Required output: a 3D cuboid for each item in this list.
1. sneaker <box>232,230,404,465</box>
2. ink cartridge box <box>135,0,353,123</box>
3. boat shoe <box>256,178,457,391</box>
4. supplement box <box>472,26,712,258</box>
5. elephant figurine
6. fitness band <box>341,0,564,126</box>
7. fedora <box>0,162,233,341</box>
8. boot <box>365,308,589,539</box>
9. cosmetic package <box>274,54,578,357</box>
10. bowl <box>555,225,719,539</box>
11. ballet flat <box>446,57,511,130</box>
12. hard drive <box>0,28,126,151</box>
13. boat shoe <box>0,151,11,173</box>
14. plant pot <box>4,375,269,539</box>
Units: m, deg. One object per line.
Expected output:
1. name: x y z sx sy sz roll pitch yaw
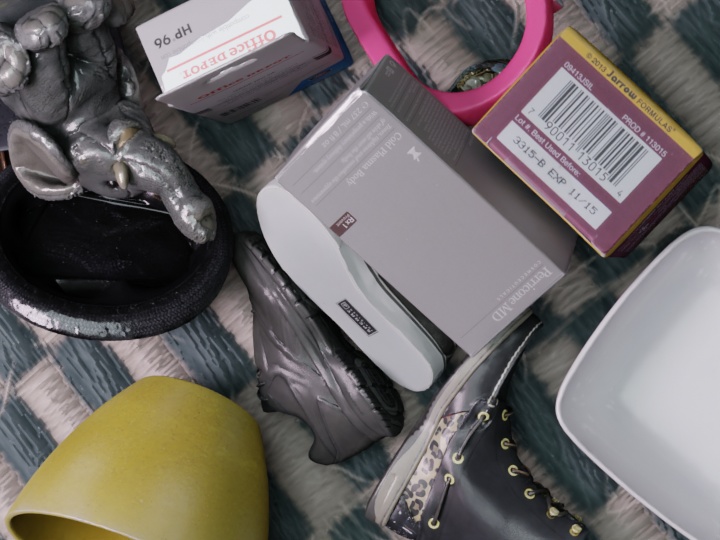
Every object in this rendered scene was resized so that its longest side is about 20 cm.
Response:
1. sneaker: -0.053 0.061 1.634 0.091 0.076 0.200 -37 78 20
2. ink cartridge box: -0.088 -0.168 1.576 0.116 0.200 0.068 -25 85 10
3. boat shoe: 0.000 0.000 1.600 0.071 0.064 0.200 -18 117 49
4. supplement box: 0.169 -0.087 1.521 0.131 0.200 0.103 43 98 9
5. elephant figurine: -0.205 -0.110 1.581 0.141 0.155 0.200 -22 114 7
6. fitness band: 0.066 -0.199 1.592 0.144 0.037 0.200 -36 59 9
7. fedora: -0.198 -0.007 1.636 0.200 0.092 0.201 2 57 -3
8. boot: 0.116 0.143 1.598 0.154 0.073 0.204 35 99 7
9. cosmetic package: 0.050 -0.047 1.539 0.200 0.090 0.107 42 117 -5
10. bowl: 0.268 0.087 1.564 0.200 0.075 0.200 39 98 9
11. ballet flat: 0.054 -0.081 1.613 0.074 0.074 0.200 36 97 10
12. hard drive: -0.282 -0.156 1.650 0.200 0.042 0.135 -13 84 -23
13. boat shoe: -0.302 -0.087 1.691 0.070 0.070 0.200 3 80 -24
14. plant pot: -0.149 0.165 1.607 0.200 0.200 0.142 17 66 11
